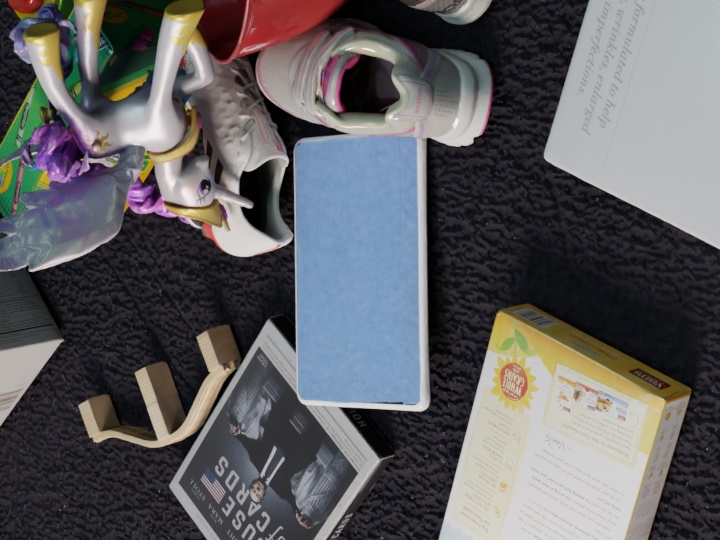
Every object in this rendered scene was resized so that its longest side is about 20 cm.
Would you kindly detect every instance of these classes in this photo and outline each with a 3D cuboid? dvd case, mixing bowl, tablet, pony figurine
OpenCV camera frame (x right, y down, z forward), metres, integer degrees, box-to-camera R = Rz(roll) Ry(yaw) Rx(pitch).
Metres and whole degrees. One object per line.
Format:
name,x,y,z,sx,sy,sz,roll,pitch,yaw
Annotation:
dvd case,-0.066,0.158,1.338,0.151,0.025,0.201,49,125,25
mixing bowl,-0.052,-0.247,1.175,0.200,0.107,0.202,175,90,-73
tablet,0.000,0.000,1.243,0.129,0.014,0.202,-1,89,42
pony figurine,-0.180,-0.096,1.203,0.167,0.191,0.201,-104,6,-52

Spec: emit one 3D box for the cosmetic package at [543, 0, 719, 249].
cosmetic package,0.234,-0.111,0.897,0.164,0.199,0.166,30,116,35

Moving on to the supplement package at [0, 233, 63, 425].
supplement package,-0.408,0.047,1.548,0.191,0.146,0.201,-47,66,37

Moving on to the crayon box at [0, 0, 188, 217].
crayon box,-0.207,-0.125,1.354,0.058,0.118,0.200,53,128,22

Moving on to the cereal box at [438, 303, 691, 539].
cereal box,0.132,0.142,1.143,0.143,0.039,0.202,29,116,36

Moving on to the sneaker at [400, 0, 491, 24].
sneaker,0.050,-0.263,1.115,0.073,0.087,0.202,14,106,40

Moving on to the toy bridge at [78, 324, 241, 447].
toy bridge,-0.166,0.111,1.419,0.199,0.027,0.068,-30,78,42

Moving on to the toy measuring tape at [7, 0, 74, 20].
toy measuring tape,-0.271,-0.275,1.422,0.073,0.073,0.202,-21,83,42

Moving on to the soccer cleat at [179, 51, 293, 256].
soccer cleat,-0.092,-0.109,1.285,0.085,0.068,0.202,5,105,47

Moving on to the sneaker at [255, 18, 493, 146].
sneaker,-0.007,-0.137,1.182,0.199,0.088,0.082,12,97,40
